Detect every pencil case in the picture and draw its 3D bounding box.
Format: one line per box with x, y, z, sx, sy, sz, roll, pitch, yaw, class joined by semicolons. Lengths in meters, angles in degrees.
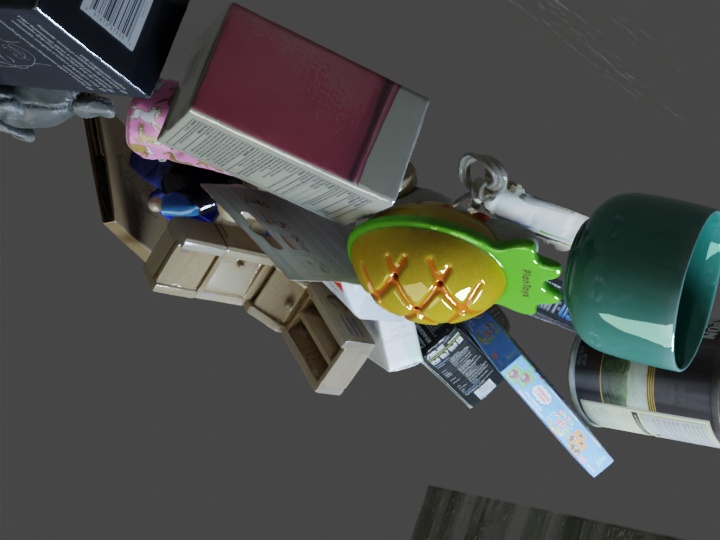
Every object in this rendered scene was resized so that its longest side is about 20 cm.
-0.134;-0.135;1.341;0.200;0.083;0.087;15;164;15;pencil case

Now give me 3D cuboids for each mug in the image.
0.258;0.011;1.218;0.114;0.152;0.185;14;165;25;mug

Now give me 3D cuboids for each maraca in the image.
0.084;-0.003;1.209;0.200;0.107;0.137;9;151;14;maraca

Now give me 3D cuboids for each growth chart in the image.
0.203;-0.048;1.350;0.200;0.018;0.145;21;167;-4;growth chart

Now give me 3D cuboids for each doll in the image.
-0.175;-0.107;1.420;0.200;0.136;0.048;36;158;45;doll

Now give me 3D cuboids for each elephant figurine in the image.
-0.351;-0.203;1.340;0.141;0.155;0.200;-21;-170;-16;elephant figurine

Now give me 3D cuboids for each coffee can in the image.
0.360;0.122;1.514;0.200;0.146;0.146;5;160;46;coffee can

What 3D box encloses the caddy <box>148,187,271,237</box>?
-0.156;-0.067;1.576;0.141;0.105;0.200;3;158;47;caddy

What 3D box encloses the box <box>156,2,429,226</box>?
-0.061;-0.135;1.185;0.200;0.109;0.128;24;165;-18;box

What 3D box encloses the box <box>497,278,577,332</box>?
0.155;0.014;1.465;0.200;0.050;0.198;21;180;-45;box

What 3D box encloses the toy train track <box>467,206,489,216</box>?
0.079;-0.058;1.418;0.200;0.033;0.115;23;176;5;toy train track

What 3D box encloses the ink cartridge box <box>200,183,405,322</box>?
-0.054;-0.016;1.314;0.200;0.047;0.160;5;-147;-50;ink cartridge box

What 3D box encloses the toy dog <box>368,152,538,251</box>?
0.068;-0.038;1.314;0.200;0.096;0.132;2;128;52;toy dog

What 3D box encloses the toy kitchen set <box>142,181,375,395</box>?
-0.092;0.006;1.442;0.200;0.163;0.180;12;-147;-40;toy kitchen set

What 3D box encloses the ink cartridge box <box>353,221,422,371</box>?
0.000;0.000;1.506;0.050;0.200;0.161;-17;-161;-19;ink cartridge box

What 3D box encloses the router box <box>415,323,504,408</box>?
0.076;0.058;1.617;0.200;0.062;0.150;52;-175;40;router box

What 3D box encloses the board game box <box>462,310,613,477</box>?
0.202;0.135;1.548;0.200;0.037;0.151;49;-176;-29;board game box

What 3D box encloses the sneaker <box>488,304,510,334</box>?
0.117;0.055;1.771;0.200;0.075;0.106;24;173;23;sneaker

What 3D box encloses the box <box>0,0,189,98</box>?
-0.273;-0.230;1.113;0.200;0.107;0.148;10;164;33;box

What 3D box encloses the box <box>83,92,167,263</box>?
-0.268;-0.095;1.541;0.021;0.164;0.200;-16;160;5;box
